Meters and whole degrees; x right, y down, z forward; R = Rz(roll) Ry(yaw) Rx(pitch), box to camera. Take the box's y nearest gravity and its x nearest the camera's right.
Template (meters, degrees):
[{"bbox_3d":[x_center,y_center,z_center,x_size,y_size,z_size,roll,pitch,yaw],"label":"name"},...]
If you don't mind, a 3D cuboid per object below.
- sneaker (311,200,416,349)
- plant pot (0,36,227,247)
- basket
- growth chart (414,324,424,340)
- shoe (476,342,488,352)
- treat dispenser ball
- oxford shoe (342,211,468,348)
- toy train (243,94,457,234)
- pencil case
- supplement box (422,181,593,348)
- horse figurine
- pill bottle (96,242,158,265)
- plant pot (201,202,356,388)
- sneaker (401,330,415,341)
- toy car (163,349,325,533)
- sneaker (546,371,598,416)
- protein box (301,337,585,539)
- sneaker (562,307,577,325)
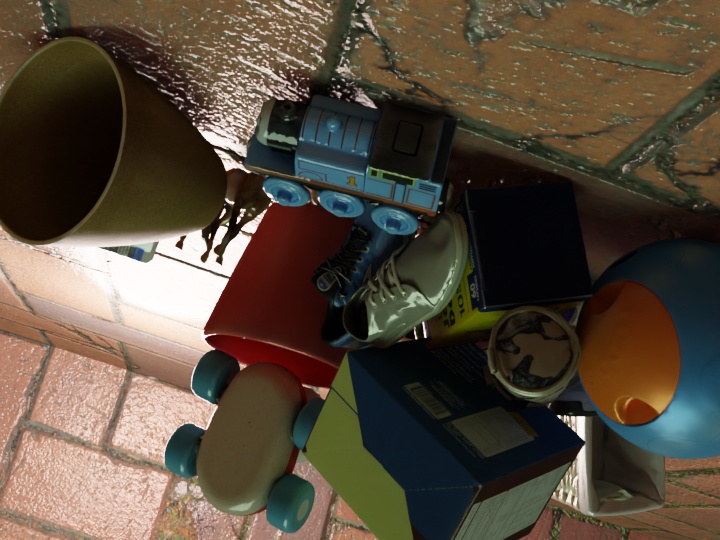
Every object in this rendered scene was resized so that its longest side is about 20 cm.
[{"bbox_3d":[0.000,0.000,0.962,0.088,0.203,0.079,-6,-150,-30],"label":"sneaker"},{"bbox_3d":[-0.225,-0.101,0.901,0.184,0.190,0.199,5,174,32],"label":"plant pot"},{"bbox_3d":[0.332,0.225,1.282,0.133,0.204,0.123,1,178,-24],"label":"basket"},{"bbox_3d":[0.061,0.025,1.067,0.017,0.147,0.200,-11,161,5],"label":"growth chart"},{"bbox_3d":[0.171,0.080,1.241,0.197,0.093,0.072,-10,164,-21],"label":"shoe"},{"bbox_3d":[0.301,0.072,0.865,0.197,0.204,0.201,14,163,5],"label":"treat dispenser ball"},{"bbox_3d":[0.039,0.015,0.874,0.057,0.076,0.200,8,146,-26],"label":"oxford shoe"},{"bbox_3d":[-0.009,-0.102,0.824,0.196,0.088,0.115,15,155,4],"label":"toy train"},{"bbox_3d":[0.158,0.086,0.864,0.088,0.079,0.200,-23,166,4],"label":"pencil case"},{"bbox_3d":[0.130,0.001,0.905,0.107,0.111,0.200,-5,166,-12],"label":"supplement box"},{"bbox_3d":[-0.137,-0.068,1.007,0.050,0.134,0.199,37,166,-23],"label":"horse figurine"},{"bbox_3d":[-0.322,-0.092,1.081,0.197,0.116,0.114,20,162,-13],"label":"pill bottle"},{"bbox_3d":[-0.071,0.027,1.106,0.197,0.180,0.201,15,164,4],"label":"plant pot"},{"bbox_3d":[0.113,0.098,1.320,0.196,0.083,0.088,12,164,13],"label":"sneaker"},{"bbox_3d":[-0.099,0.206,1.126,0.182,0.180,0.200,20,178,24],"label":"toy car"},{"bbox_3d":[0.260,0.093,1.071,0.075,0.118,0.200,-1,-170,31],"label":"sneaker"},{"bbox_3d":[0.087,0.184,0.963,0.198,0.136,0.198,-4,-143,-48],"label":"protein box"},{"bbox_3d":[0.162,0.040,1.115,0.196,0.082,0.084,3,143,24],"label":"sneaker"}]
